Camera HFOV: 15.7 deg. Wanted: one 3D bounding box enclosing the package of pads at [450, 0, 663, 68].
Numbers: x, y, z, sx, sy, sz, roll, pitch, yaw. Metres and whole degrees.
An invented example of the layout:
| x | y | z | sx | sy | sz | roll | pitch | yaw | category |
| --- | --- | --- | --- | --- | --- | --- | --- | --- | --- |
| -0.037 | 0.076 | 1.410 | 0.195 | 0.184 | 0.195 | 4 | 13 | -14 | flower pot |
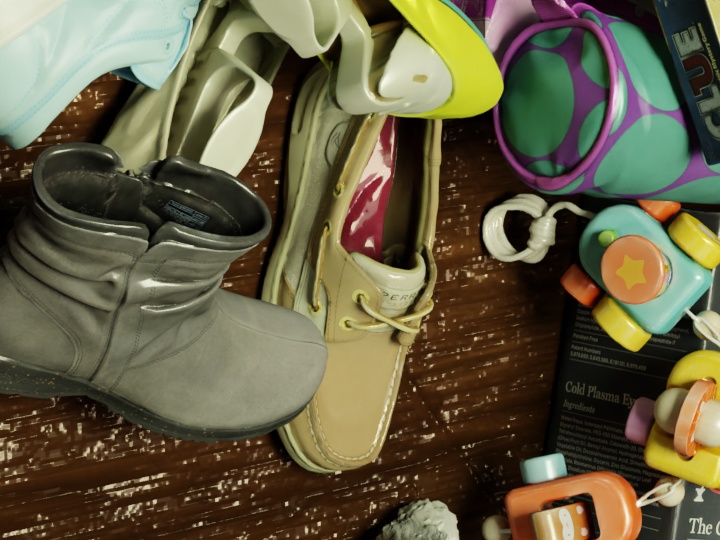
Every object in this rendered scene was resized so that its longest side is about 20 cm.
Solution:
| x | y | z | sx | sy | sz | roll | pitch | yaw | category |
| --- | --- | --- | --- | --- | --- | --- | --- | --- | --- |
| 0.119 | -0.129 | 1.293 | 0.200 | 0.076 | 0.121 | 21 | 82 | -39 | package of pads |

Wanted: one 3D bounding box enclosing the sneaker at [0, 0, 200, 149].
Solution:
| x | y | z | sx | sy | sz | roll | pitch | yaw | category |
| --- | --- | --- | --- | --- | --- | --- | --- | --- | --- |
| -0.095 | -0.125 | 1.126 | 0.200 | 0.074 | 0.082 | -35 | 119 | -17 | sneaker |

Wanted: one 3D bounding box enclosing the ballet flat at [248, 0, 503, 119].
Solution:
| x | y | z | sx | sy | sz | roll | pitch | yaw | category |
| --- | --- | --- | --- | --- | --- | --- | --- | --- | --- |
| -0.007 | -0.108 | 1.115 | 0.200 | 0.067 | 0.067 | 46 | 41 | -41 | ballet flat |

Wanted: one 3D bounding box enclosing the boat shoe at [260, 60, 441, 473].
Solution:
| x | y | z | sx | sy | sz | roll | pitch | yaw | category |
| --- | --- | --- | --- | --- | --- | --- | --- | --- | --- |
| 0.000 | 0.000 | 1.222 | 0.074 | 0.066 | 0.201 | -4 | 99 | -39 | boat shoe |

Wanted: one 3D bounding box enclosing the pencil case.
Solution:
| x | y | z | sx | sy | sz | roll | pitch | yaw | category |
| --- | --- | --- | --- | --- | --- | --- | --- | --- | --- |
| 0.161 | -0.077 | 1.234 | 0.200 | 0.085 | 0.093 | 1 | 94 | -38 | pencil case |

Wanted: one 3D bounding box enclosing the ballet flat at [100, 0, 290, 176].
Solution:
| x | y | z | sx | sy | sz | roll | pitch | yaw | category |
| --- | --- | --- | --- | --- | --- | --- | --- | --- | --- |
| -0.055 | -0.098 | 1.163 | 0.069 | 0.069 | 0.200 | 32 | 77 | -38 | ballet flat |

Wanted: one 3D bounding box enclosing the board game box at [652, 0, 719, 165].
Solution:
| x | y | z | sx | sy | sz | roll | pitch | yaw | category |
| --- | --- | --- | --- | --- | --- | --- | --- | --- | --- |
| 0.183 | -0.163 | 1.187 | 0.135 | 0.035 | 0.200 | -20 | 93 | -34 | board game box |

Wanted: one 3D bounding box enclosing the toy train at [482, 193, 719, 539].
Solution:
| x | y | z | sx | sy | sz | roll | pitch | yaw | category |
| --- | --- | --- | --- | --- | --- | --- | --- | --- | --- |
| 0.116 | 0.055 | 1.266 | 0.056 | 0.150 | 0.201 | 4 | 78 | -70 | toy train |

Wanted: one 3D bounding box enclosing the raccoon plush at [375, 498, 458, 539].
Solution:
| x | y | z | sx | sy | sz | roll | pitch | yaw | category |
| --- | --- | --- | --- | --- | --- | --- | --- | --- | --- |
| -0.045 | 0.153 | 1.223 | 0.134 | 0.097 | 0.200 | 48 | 37 | -20 | raccoon plush |

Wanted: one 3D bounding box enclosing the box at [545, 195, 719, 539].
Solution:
| x | y | z | sx | sy | sz | roll | pitch | yaw | category |
| --- | --- | --- | --- | --- | --- | --- | --- | --- | --- |
| 0.207 | 0.064 | 1.377 | 0.200 | 0.104 | 0.183 | 7 | 91 | -40 | box |

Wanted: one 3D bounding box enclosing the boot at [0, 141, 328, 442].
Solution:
| x | y | z | sx | sy | sz | roll | pitch | yaw | category |
| --- | --- | --- | --- | --- | --- | --- | --- | --- | --- |
| -0.072 | 0.010 | 1.110 | 0.200 | 0.132 | 0.070 | 6 | 55 | -37 | boot |
